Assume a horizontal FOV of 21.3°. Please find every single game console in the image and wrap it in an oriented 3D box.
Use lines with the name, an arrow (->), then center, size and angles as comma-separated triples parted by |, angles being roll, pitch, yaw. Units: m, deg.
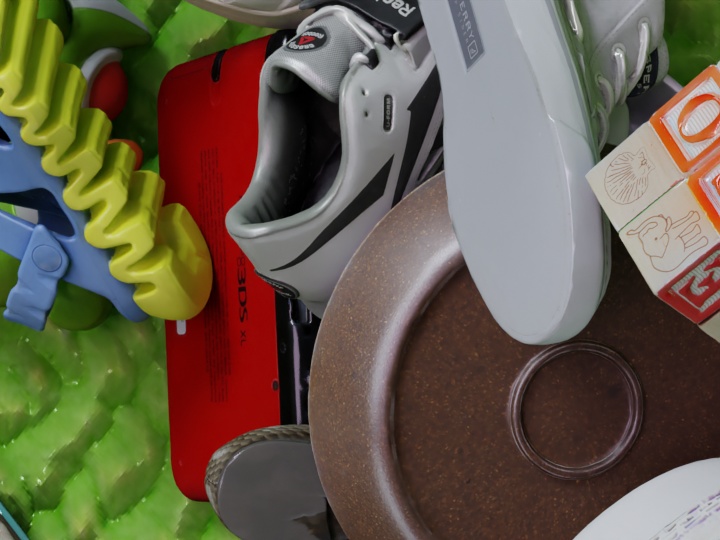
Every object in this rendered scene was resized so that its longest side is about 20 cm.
game console -> 0.000, 0.000, 0.853 | 0.172, 0.118, 0.202 | -8, 84, 55

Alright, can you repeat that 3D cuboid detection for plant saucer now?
plant saucer -> 0.080, 0.051, 0.741 | 0.198, 0.034, 0.202 | -1, 97, -11

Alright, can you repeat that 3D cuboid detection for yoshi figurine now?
yoshi figurine -> -0.168, -0.067, 0.890 | 0.111, 0.112, 0.202 | -13, 85, 39

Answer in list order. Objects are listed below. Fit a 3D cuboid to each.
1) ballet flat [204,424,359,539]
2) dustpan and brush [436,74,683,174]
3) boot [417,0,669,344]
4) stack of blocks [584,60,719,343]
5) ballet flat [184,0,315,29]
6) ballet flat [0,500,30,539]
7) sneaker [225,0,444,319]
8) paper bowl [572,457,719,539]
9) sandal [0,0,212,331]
ballet flat -> 0.033, 0.096, 0.780 | 0.198, 0.046, 0.068 | 8, 94, -13
dustpan and brush -> 0.096, -0.060, 0.778 | 0.138, 0.057, 0.202 | 8, 80, 5
boot -> 0.080, -0.071, 0.704 | 0.073, 0.095, 0.202 | -34, 61, 53
stack of blocks -> 0.183, -0.011, 0.669 | 0.115, 0.199, 0.059 | -41, 47, 18
ballet flat -> -0.073, -0.139, 0.796 | 0.198, 0.069, 0.070 | 13, 94, -1
ballet flat -> -0.144, 0.176, 0.883 | 0.062, 0.068, 0.200 | -40, 62, -17
sneaker -> 0.009, -0.084, 0.751 | 0.074, 0.088, 0.201 | 15, 80, 37
paper bowl -> 0.129, 0.150, 0.692 | 0.104, 0.200, 0.201 | 44, 106, 39
sandal -> -0.147, -0.048, 0.799 | 0.087, 0.080, 0.201 | -25, 110, 17
